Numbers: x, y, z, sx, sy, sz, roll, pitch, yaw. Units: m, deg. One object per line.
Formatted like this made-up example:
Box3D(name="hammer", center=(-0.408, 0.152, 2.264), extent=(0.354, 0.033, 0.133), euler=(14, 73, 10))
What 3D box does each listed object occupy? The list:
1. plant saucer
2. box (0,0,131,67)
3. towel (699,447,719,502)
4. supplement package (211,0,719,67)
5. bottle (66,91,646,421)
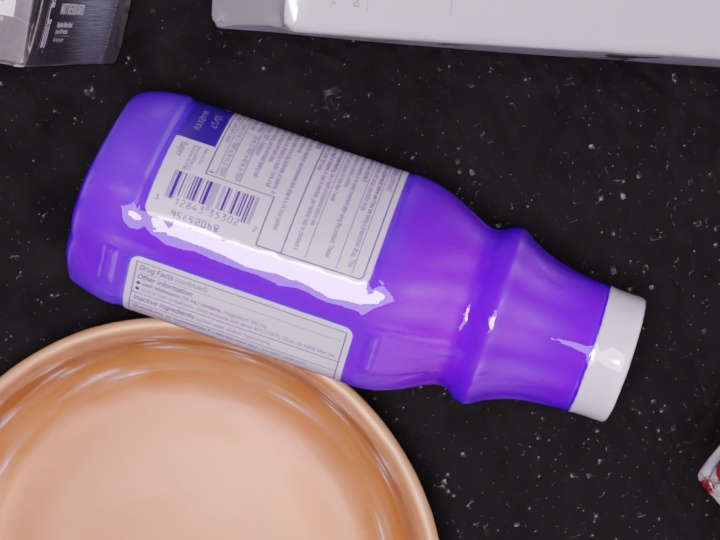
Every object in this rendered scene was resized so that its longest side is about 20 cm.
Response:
Box3D(name="plant saucer", center=(-0.068, 0.115, 0.831), extent=(0.200, 0.037, 0.200), euler=(0, 95, 5))
Box3D(name="box", center=(-0.187, -0.112, 0.760), extent=(0.200, 0.158, 0.048), euler=(12, 98, 4))
Box3D(name="towel", center=(0.228, 0.091, 0.767), extent=(0.200, 0.023, 0.144), euler=(42, 59, 2))
Box3D(name="supplement package", center=(0.062, -0.129, 0.732), extent=(0.200, 0.117, 0.117), euler=(2, 95, -15))
Box3D(name="bottle", center=(0.000, 0.000, 0.793), extent=(0.200, 0.084, 0.065), euler=(18, 130, 2))
